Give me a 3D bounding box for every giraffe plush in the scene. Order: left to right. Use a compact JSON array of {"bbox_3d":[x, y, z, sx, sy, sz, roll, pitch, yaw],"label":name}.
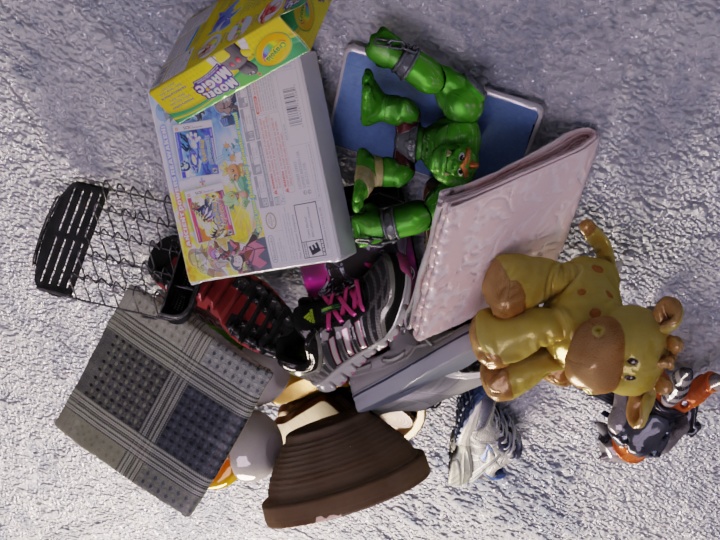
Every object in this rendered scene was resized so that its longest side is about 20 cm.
[{"bbox_3d":[0.224,0.067,1.269,0.162,0.198,0.174,43,155,48],"label":"giraffe plush"}]

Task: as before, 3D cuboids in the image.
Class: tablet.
[{"bbox_3d":[0.069,-0.142,1.288,0.197,0.014,0.131,19,138,3],"label":"tablet"}]

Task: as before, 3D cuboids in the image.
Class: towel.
[{"bbox_3d":[-0.220,0.141,1.472,0.198,0.035,0.194,32,96,12],"label":"towel"},{"bbox_3d":[0.135,-0.033,1.276,0.032,0.189,0.201,50,148,29],"label":"towel"}]

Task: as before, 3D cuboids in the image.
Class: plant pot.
[{"bbox_3d":[-0.026,0.217,1.514,0.199,0.200,0.094,-18,90,34],"label":"plant pot"}]

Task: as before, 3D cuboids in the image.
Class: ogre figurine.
[{"bbox_3d":[0.055,-0.118,1.237,0.118,0.204,0.098,5,-178,1],"label":"ogre figurine"}]

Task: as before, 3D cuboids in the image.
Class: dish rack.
[{"bbox_3d":[-0.255,-0.028,1.430,0.197,0.155,0.055,13,157,8],"label":"dish rack"}]

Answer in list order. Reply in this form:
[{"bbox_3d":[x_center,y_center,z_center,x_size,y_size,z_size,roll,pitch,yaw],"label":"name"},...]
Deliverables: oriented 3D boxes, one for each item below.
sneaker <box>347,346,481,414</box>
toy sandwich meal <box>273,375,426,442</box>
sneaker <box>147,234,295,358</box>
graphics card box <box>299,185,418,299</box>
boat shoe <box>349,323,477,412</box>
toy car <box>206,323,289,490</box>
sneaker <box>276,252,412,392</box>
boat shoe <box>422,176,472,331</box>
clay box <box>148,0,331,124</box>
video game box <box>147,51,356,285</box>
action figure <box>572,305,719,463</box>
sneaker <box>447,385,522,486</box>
[{"bbox_3d":[0.088,0.116,1.494,0.197,0.075,0.080,-12,131,17],"label":"sneaker"},{"bbox_3d":[-0.019,0.172,1.605,0.202,0.071,0.207,11,137,10],"label":"toy sandwich meal"},{"bbox_3d":[-0.145,0.035,1.483,0.199,0.071,0.098,32,171,16],"label":"sneaker"},{"bbox_3d":[0.000,0.000,1.406,0.123,0.051,0.202,-12,132,1],"label":"graphics card box"},{"bbox_3d":[0.055,0.077,1.393,0.201,0.074,0.087,-33,73,46],"label":"boat shoe"},{"bbox_3d":[-0.186,0.154,1.549,0.173,0.203,0.149,2,172,30],"label":"toy car"},{"bbox_3d":[-0.022,0.051,1.363,0.086,0.074,0.200,16,134,-30],"label":"sneaker"},{"bbox_3d":[0.103,-0.007,1.366,0.074,0.074,0.201,2,138,21],"label":"boat shoe"},{"bbox_3d":[-0.095,-0.218,1.194,0.198,0.116,0.048,-21,126,36],"label":"clay box"},{"bbox_3d":[-0.108,-0.098,1.305,0.180,0.047,0.203,-8,98,25],"label":"video game box"},{"bbox_3d":[0.296,0.134,1.429,0.197,0.105,0.195,19,129,-3],"label":"action figure"},{"bbox_3d":[0.153,0.188,1.568,0.084,0.078,0.201,5,144,1],"label":"sneaker"}]
